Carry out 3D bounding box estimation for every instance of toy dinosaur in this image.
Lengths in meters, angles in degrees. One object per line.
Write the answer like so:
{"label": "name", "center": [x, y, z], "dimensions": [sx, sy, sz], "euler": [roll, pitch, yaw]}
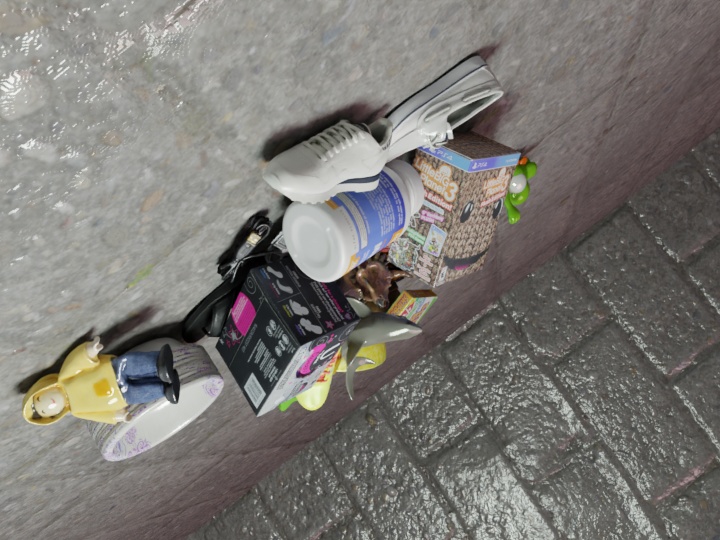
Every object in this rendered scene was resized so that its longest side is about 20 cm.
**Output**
{"label": "toy dinosaur", "center": [0.000, 0.000, 1.215], "dimensions": [0.135, 0.197, 0.087], "euler": [30, 84, -51]}

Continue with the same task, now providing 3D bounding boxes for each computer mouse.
{"label": "computer mouse", "center": [-0.101, -0.041, 1.014], "dimensions": [0.197, 0.044, 0.110], "euler": [-10, 146, -48]}

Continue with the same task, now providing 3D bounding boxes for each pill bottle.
{"label": "pill bottle", "center": [-0.001, -0.076, 0.975], "dimensions": [0.199, 0.113, 0.112], "euler": [-33, 167, -41]}

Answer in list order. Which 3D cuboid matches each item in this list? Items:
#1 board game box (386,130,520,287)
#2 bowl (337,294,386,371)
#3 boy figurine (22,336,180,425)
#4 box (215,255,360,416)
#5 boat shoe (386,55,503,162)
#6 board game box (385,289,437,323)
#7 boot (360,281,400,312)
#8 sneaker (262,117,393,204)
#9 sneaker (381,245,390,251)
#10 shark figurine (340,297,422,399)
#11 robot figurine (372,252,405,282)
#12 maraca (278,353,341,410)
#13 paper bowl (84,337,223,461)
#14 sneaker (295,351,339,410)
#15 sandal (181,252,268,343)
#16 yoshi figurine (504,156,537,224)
{"label": "board game box", "center": [0.143, -0.099, 1.128], "dimensions": [0.158, 0.096, 0.204], "euler": [-17, 129, -50]}
{"label": "bowl", "center": [-0.043, 0.108, 1.409], "dimensions": [0.198, 0.196, 0.111], "euler": [-14, 111, -55]}
{"label": "boy figurine", "center": [-0.333, 0.143, 0.925], "dimensions": [0.195, 0.065, 0.127], "euler": [-9, 116, -6]}
{"label": "box", "center": [-0.106, 0.090, 1.034], "dimensions": [0.113, 0.133, 0.201], "euler": [-22, 157, -38]}
{"label": "boat shoe", "center": [0.096, -0.194, 0.948], "dimensions": [0.199, 0.066, 0.074], "euler": [-38, 165, 6]}
{"label": "board game box", "center": [0.084, 0.077, 1.314], "dimensions": [0.096, 0.030, 0.199], "euler": [-53, 167, 11]}
{"label": "boot", "center": [0.026, 0.081, 1.343], "dimensions": [0.073, 0.077, 0.199], "euler": [-31, 175, 36]}
{"label": "sneaker", "center": [-0.035, -0.135, 0.851], "dimensions": [0.198, 0.076, 0.081], "euler": [-25, 151, -51]}
{"label": "sneaker", "center": [0.032, -0.065, 1.185], "dimensions": [0.200, 0.068, 0.108], "euler": [-25, 159, -46]}
{"label": "shark figurine", "center": [-0.007, 0.128, 1.171], "dimensions": [0.215, 0.126, 0.091], "euler": [-49, -163, 51]}
{"label": "robot figurine", "center": [0.073, -0.026, 1.411], "dimensions": [0.145, 0.059, 0.199], "euler": [-43, 163, 23]}
{"label": "maraca", "center": [-0.094, 0.160, 1.258], "dimensions": [0.135, 0.107, 0.203], "euler": [-8, 130, -38]}
{"label": "paper bowl", "center": [-0.307, 0.177, 1.071], "dimensions": [0.198, 0.105, 0.201], "euler": [-33, 164, -11]}
{"label": "sneaker", "center": [-0.068, 0.130, 1.139], "dimensions": [0.076, 0.205, 0.090], "euler": [1, -164, -17]}
{"label": "sandal", "center": [-0.191, 0.053, 1.071], "dimensions": [0.200, 0.048, 0.075], "euler": [-42, 163, 21]}
{"label": "yoshi figurine", "center": [0.271, -0.142, 1.443], "dimensions": [0.198, 0.114, 0.112], "euler": [-34, -179, -17]}
